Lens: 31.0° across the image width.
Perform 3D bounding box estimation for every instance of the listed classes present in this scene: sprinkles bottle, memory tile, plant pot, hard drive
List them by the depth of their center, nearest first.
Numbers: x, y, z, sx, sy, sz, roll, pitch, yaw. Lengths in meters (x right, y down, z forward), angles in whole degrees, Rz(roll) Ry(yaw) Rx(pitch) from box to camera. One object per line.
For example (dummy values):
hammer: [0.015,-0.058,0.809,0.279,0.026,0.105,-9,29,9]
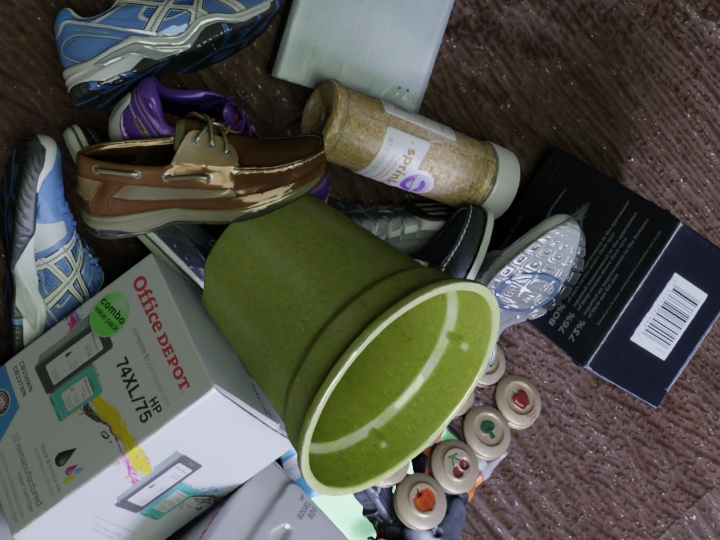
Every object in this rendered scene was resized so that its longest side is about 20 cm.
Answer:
plant pot: [-0.023,0.038,1.017,0.199,0.184,0.202,-32,145,-25]
hard drive: [0.014,-0.246,1.107,0.138,0.033,0.202,13,103,-20]
sprinkles bottle: [0.044,-0.102,1.123,0.198,0.068,0.069,18,102,-30]
memory tile: [0.067,0.124,1.177,0.154,0.017,0.200,49,57,2]

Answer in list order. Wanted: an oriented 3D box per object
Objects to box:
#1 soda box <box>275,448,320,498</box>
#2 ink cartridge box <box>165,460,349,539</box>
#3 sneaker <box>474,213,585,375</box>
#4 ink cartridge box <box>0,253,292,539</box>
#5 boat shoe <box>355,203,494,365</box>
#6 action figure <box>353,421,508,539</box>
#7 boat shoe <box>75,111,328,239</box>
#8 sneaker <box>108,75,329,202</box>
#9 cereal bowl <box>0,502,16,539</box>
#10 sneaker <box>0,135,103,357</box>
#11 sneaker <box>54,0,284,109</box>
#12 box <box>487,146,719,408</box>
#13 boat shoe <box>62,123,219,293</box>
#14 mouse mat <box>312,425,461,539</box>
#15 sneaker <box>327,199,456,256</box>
soda box: [-0.060,0.104,1.178,0.067,0.064,0.202,-17,110,-11]
ink cartridge box: [-0.118,0.291,1.111,0.145,0.147,0.200,46,122,-6]
sneaker: [0.114,0.014,1.130,0.074,0.088,0.200,27,124,-29]
ink cartridge box: [-0.186,0.121,1.062,0.199,0.147,0.146,-36,146,6]
boat shoe: [0.046,0.023,1.117,0.060,0.076,0.202,30,85,-15]
action figure: [0.059,0.198,1.191,0.201,0.104,0.195,54,49,-39]
boat shoe: [-0.124,-0.080,0.995,0.197,0.076,0.075,-12,120,-1]
sneaker: [-0.105,-0.098,1.060,0.198,0.081,0.083,19,133,-29]
cereal bowl: [-0.296,0.233,1.090,0.083,0.199,0.201,-39,115,-20]
sneaker: [-0.256,-0.018,1.077,0.076,0.076,0.202,-5,119,-22]
sneaker: [-0.153,-0.201,1.047,0.198,0.076,0.078,-24,83,-23]
box: [0.216,0.001,1.155,0.104,0.200,0.149,28,100,-33]
boat shoe: [-0.173,-0.056,1.094,0.062,0.075,0.200,-44,119,-4]
mouse mat: [0.002,0.184,1.260,0.200,0.008,0.161,42,92,-25]
sneaker: [0.000,0.000,1.163,0.197,0.075,0.117,0,110,-18]
